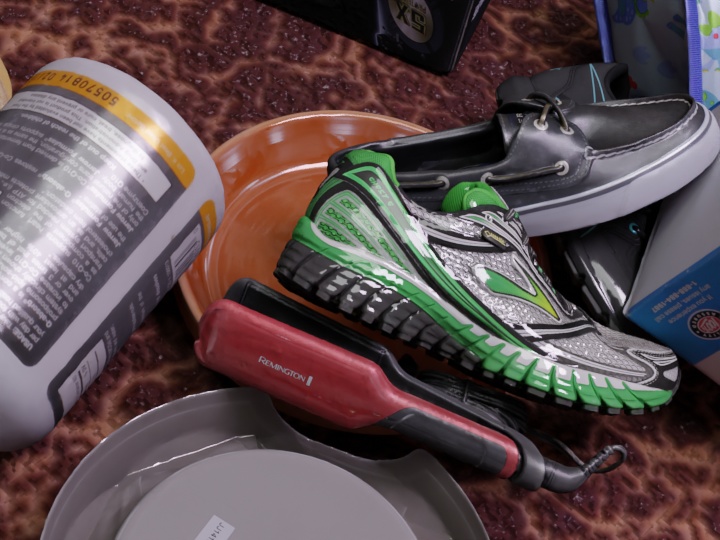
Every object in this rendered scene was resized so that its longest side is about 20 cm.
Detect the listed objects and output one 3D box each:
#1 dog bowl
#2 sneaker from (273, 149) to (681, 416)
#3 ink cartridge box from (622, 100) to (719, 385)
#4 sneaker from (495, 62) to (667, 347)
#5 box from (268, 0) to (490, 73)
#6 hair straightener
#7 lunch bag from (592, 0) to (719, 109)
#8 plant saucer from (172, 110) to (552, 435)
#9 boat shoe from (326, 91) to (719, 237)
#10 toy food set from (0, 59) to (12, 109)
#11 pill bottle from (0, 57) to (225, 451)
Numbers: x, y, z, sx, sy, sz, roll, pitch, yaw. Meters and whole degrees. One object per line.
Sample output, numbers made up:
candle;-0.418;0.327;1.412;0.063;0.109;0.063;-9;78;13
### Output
dog bowl;-0.040;0.148;0.705;0.198;0.059;0.201;7;50;-8
sneaker;0.065;0.009;0.762;0.199;0.078;0.086;26;86;-13
ink cartridge box;0.264;-0.002;0.804;0.199;0.147;0.145;36;51;-11
sneaker;0.132;-0.038;0.873;0.079;0.076;0.201;-18;55;3
box;-0.001;-0.234;1.005;0.199;0.086;0.164;22;50;5
hair straightener;0.026;0.050;0.753;0.198;0.041;0.077;18;20;5
lunch bag;0.234;-0.118;0.947;0.169;0.127;0.202;-8;83;-19
plant saucer;0.000;0.000;0.852;0.198;0.032;0.202;7;51;-9
boat shoe;0.079;-0.054;0.811;0.198;0.057;0.069;-17;32;1
toy food set;-0.262;-0.086;0.809;0.197;0.049;0.201;17;46;-30
pill bottle;-0.160;0.008;0.744;0.116;0.117;0.200;31;62;13
